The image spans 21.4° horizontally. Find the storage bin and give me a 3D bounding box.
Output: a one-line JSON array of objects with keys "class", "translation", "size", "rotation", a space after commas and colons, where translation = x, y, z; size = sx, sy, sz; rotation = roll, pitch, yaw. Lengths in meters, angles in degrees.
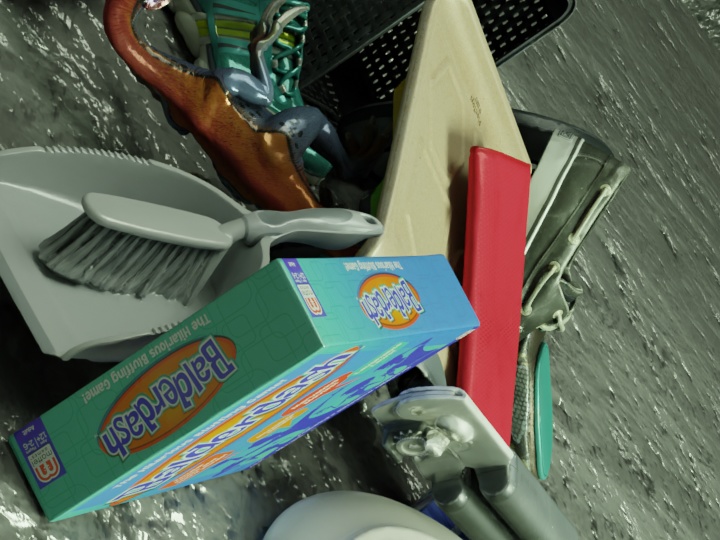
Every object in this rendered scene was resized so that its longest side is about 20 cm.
[{"class": "storage bin", "translation": [0.035, -0.187, 1.341], "size": [0.135, 0.199, 0.094], "rotation": [21, 41, -58]}]

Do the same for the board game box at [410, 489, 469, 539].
[{"class": "board game box", "translation": [0.096, 0.215, 1.123], "size": [0.201, 0.041, 0.200], "rotation": [59, 20, 3]}]

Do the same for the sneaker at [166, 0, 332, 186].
[{"class": "sneaker", "translation": [-0.067, -0.147, 1.220], "size": [0.201, 0.079, 0.077], "rotation": [64, 20, 14]}]

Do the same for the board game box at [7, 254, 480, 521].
[{"class": "board game box", "translation": [-0.045, 0.049, 0.871], "size": [0.045, 0.151, 0.200], "rotation": [61, 20, 11]}]

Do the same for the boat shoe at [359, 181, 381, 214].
[{"class": "boat shoe", "translation": [0.043, -0.023, 1.330], "size": [0.075, 0.062, 0.200], "rotation": [62, 5, 19]}]

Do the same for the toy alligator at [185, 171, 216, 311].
[{"class": "toy alligator", "translation": [-0.083, 0.007, 1.000], "size": [0.200, 0.059, 0.055], "rotation": [-110, -161, -65]}]

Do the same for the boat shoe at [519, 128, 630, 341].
[{"class": "boat shoe", "translation": [0.112, 0.011, 1.243], "size": [0.063, 0.202, 0.071], "rotation": [26, 14, 7]}]

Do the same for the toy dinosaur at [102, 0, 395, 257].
[{"class": "toy dinosaur", "translation": [-0.061, -0.088, 1.032], "size": [0.181, 0.105, 0.201], "rotation": [27, 27, -44]}]

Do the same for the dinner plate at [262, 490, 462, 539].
[{"class": "dinner plate", "translation": [0.034, 0.190, 0.951], "size": [0.199, 0.024, 0.201], "rotation": [29, 36, -23]}]

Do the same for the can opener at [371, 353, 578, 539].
[{"class": "can opener", "translation": [0.065, 0.100, 1.026], "size": [0.200, 0.053, 0.067], "rotation": [50, 34, -50]}]

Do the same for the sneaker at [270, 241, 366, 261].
[{"class": "sneaker", "translation": [0.000, 0.000, 1.147], "size": [0.075, 0.087, 0.200], "rotation": [60, 19, 9]}]

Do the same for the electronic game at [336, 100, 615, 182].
[{"class": "electronic game", "translation": [0.080, -0.083, 1.338], "size": [0.200, 0.198, 0.042], "rotation": [25, 69, -56]}]

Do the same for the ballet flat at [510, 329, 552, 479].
[{"class": "ballet flat", "translation": [0.105, 0.047, 1.327], "size": [0.072, 0.071, 0.203], "rotation": [-40, 134, -70]}]

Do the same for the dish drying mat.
[{"class": "dish drying mat", "translation": [0.074, 0.033, 1.108], "size": [0.077, 0.018, 0.202], "rotation": [13, 81, -66]}]

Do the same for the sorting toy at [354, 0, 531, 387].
[{"class": "sorting toy", "translation": [0.045, -0.032, 1.103], "size": [0.186, 0.036, 0.201], "rotation": [63, 37, -49]}]

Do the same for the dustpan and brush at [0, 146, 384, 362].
[{"class": "dustpan and brush", "translation": [-0.075, -0.014, 0.895], "size": [0.199, 0.058, 0.140], "rotation": [8, 33, -40]}]
